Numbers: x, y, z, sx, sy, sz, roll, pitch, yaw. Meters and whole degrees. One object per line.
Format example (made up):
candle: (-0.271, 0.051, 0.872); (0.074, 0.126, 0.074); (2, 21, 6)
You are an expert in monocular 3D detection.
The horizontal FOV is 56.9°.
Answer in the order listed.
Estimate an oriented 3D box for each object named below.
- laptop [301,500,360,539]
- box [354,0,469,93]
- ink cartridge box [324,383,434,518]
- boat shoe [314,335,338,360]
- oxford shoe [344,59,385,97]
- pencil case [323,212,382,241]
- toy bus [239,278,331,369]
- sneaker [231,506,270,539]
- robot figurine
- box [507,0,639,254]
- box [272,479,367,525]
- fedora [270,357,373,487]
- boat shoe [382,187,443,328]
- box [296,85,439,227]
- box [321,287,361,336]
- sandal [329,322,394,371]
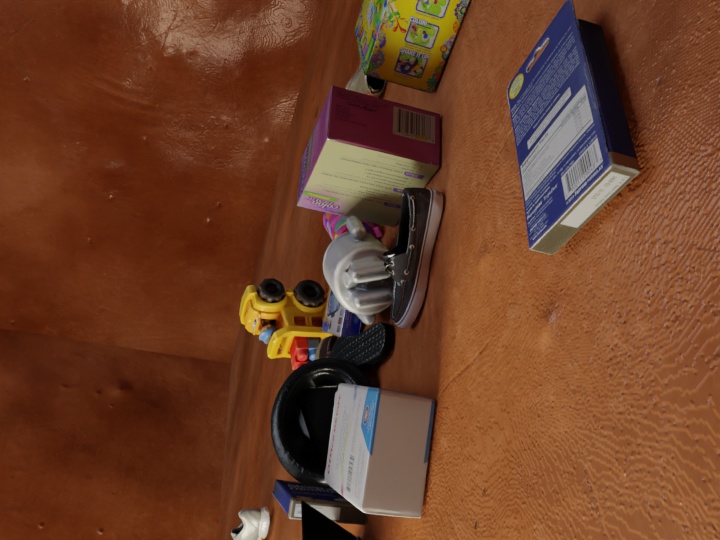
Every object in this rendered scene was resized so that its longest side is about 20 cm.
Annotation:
laptop: (-0.051, 0.471, 0.935); (0.189, 0.114, 0.202); (-99, 24, -54)
box: (0.080, -0.425, 1.054); (0.202, 0.120, 0.194); (-97, 22, -50)
ink cartridge box: (0.020, 0.234, 0.895); (0.200, 0.083, 0.147); (159, 121, -72)
boat shoe: (-0.039, 0.186, 1.216); (0.072, 0.072, 0.201); (-37, 25, 23)
oxford shoe: (0.010, -0.378, 1.392); (0.075, 0.069, 0.202); (-103, 26, -45)
pencil case: (-0.019, -0.078, 1.274); (0.200, 0.087, 0.090); (-126, 48, -68)
toy bus: (-0.154, 0.132, 1.429); (0.137, 0.197, 0.194); (116, 151, -46)
sneaker: (-0.294, 0.704, 1.712); (0.076, 0.090, 0.204); (-156, 77, -75)
robot figurine: (0.000, 0.000, 1.075); (0.200, 0.111, 0.173); (-130, 36, -72)
box: (0.183, -0.133, 0.601); (0.121, 0.032, 0.203); (122, 152, -54)
box: (-0.073, 0.370, 1.078); (0.200, 0.119, 0.033); (154, 125, -72)
fedora: (-0.050, 0.249, 1.072); (0.092, 0.197, 0.204); (64, -153, -62)
boat shoe: (0.063, -0.020, 0.941); (0.070, 0.065, 0.203); (-130, 52, -71)
box: (0.008, -0.171, 1.042); (0.200, 0.173, 0.098); (127, 150, -60)
box: (-0.030, 0.068, 1.290); (0.200, 0.041, 0.121); (169, 111, -77)
sandal: (0.006, 0.140, 1.107); (0.200, 0.047, 0.077); (-28, 52, 56)
